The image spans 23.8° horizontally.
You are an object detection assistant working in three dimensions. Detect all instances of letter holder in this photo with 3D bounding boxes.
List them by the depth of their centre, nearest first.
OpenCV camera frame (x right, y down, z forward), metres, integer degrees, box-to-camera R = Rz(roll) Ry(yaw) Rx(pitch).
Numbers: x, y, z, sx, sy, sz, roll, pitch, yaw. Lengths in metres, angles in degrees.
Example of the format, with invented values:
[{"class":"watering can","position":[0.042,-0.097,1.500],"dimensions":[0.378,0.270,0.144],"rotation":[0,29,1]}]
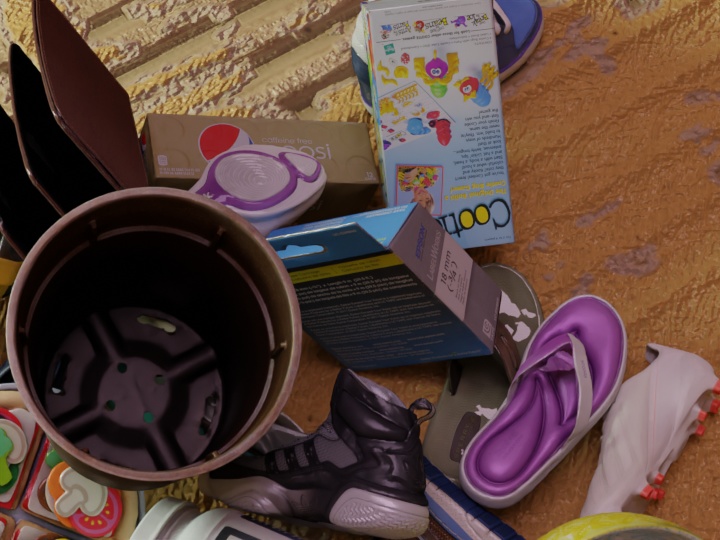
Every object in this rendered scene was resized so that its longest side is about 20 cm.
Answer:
[{"class":"letter holder","position":[-0.247,-0.108,1.339],"dimensions":[0.100,0.142,0.201],"rotation":[-30,39,8]}]

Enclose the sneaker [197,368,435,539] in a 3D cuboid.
[{"class":"sneaker","position":[-0.029,0.132,1.272],"dimensions":[0.198,0.075,0.115],"rotation":[3,75,34]}]

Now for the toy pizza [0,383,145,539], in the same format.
[{"class":"toy pizza","position":[-0.260,0.186,1.297],"dimensions":[0.198,0.032,0.203],"rotation":[1,85,-15]}]

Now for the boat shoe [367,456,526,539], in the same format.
[{"class":"boat shoe","position":[0.042,0.189,1.307],"dimensions":[0.199,0.072,0.073],"rotation":[38,98,19]}]

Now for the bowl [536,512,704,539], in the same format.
[{"class":"bowl","position":[0.166,0.254,1.230],"dimensions":[0.199,0.202,0.108],"rotation":[-24,22,-12]}]

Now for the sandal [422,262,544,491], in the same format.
[{"class":"sandal","position":[0.101,0.081,1.381],"dimensions":[0.079,0.058,0.203],"rotation":[10,61,11]}]

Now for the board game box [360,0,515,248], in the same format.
[{"class":"board game box","position":[0.063,-0.125,1.419],"dimensions":[0.104,0.103,0.202],"rotation":[-7,102,-2]}]

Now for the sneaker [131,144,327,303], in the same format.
[{"class":"sneaker","position":[-0.117,-0.032,1.384],"dimensions":[0.199,0.100,0.075],"rotation":[-29,62,-16]}]

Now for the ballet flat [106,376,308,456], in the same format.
[{"class":"ballet flat","position":[-0.108,0.125,1.367],"dimensions":[0.199,0.068,0.064],"rotation":[26,53,11]}]

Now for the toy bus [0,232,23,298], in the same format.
[{"class":"toy bus","position":[-0.363,0.007,1.401],"dimensions":[0.135,0.193,0.200],"rotation":[15,22,-22]}]

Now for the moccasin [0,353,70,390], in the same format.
[{"class":"moccasin","position":[-0.300,0.124,1.348],"dimensions":[0.080,0.068,0.201],"rotation":[32,82,8]}]

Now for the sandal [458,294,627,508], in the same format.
[{"class":"sandal","position":[0.148,0.097,1.327],"dimensions":[0.082,0.050,0.203],"rotation":[25,64,17]}]

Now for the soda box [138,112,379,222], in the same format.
[{"class":"soda box","position":[-0.088,-0.085,1.451],"dimensions":[0.198,0.064,0.068],"rotation":[0,57,-20]}]

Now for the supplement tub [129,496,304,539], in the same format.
[{"class":"supplement tub","position":[-0.073,0.258,1.237],"dimensions":[0.198,0.141,0.141],"rotation":[20,62,15]}]

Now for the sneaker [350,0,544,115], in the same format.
[{"class":"sneaker","position":[0.081,-0.223,1.513],"dimensions":[0.199,0.147,0.081],"rotation":[-29,62,-14]}]

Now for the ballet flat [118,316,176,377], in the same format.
[{"class":"ballet flat","position":[-0.172,0.057,1.414],"dimensions":[0.198,0.070,0.070],"rotation":[11,60,7]}]

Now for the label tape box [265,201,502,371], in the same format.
[{"class":"label tape box","position":[0.000,0.000,1.327],"dimensions":[0.143,0.200,0.064],"rotation":[-9,54,34]}]

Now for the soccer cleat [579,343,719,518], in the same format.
[{"class":"soccer cleat","position":[0.212,0.140,1.342],"dimensions":[0.077,0.070,0.200],"rotation":[26,57,23]}]

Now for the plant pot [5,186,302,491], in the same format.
[{"class":"plant pot","position":[-0.155,0.066,1.230],"dimensions":[0.198,0.198,0.202],"rotation":[3,74,-11]}]
